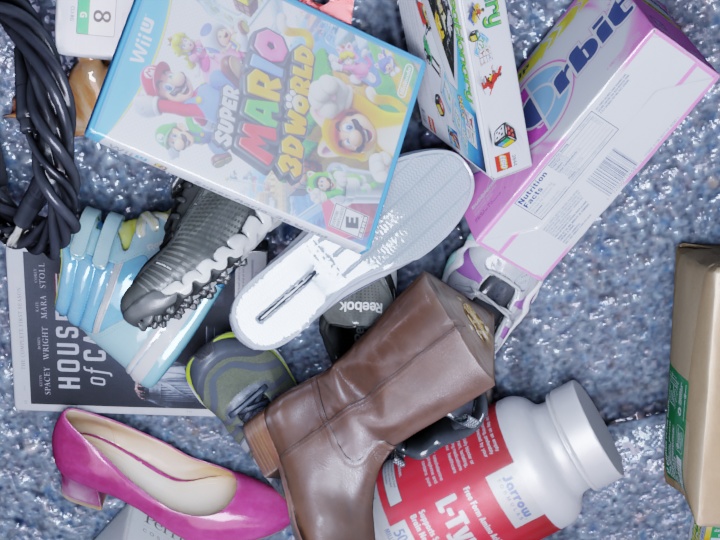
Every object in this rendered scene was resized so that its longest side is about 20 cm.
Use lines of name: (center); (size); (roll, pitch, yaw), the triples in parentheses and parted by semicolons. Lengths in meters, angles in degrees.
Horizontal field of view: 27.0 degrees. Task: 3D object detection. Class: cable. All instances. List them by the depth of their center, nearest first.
cable: (-0.247, -0.105, 1.029); (0.051, 0.163, 0.202); (-16, 115, -37)

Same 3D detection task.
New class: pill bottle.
pill bottle: (0.103, 0.171, 1.191); (0.199, 0.112, 0.113); (-30, 114, 13)

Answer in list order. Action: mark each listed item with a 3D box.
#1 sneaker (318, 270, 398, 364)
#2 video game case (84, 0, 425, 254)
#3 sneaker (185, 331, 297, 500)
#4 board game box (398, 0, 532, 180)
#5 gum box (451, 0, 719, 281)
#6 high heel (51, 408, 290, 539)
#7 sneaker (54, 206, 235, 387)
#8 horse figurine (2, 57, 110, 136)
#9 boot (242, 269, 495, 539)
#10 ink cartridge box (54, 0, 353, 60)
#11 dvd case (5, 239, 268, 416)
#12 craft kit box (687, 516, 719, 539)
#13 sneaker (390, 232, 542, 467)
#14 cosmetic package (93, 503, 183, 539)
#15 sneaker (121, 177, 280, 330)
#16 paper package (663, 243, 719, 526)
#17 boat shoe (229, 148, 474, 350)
sneaker: (0.000, 0.000, 1.115); (0.066, 0.091, 0.201); (-2, 117, -2)
video game case: (-0.064, -0.113, 0.982); (0.199, 0.018, 0.144); (23, 73, -17)
sneaker: (-0.061, 0.124, 1.159); (0.074, 0.081, 0.200); (-40, 124, 0)
board game box: (0.060, -0.174, 1.007); (0.034, 0.126, 0.201); (-19, 118, -13)
gum box: (0.145, -0.099, 1.050); (0.066, 0.114, 0.200); (29, 113, -26)
high heel: (-0.148, 0.160, 1.199); (0.198, 0.068, 0.096); (14, 136, 5)
sneaker: (-0.148, -0.030, 1.090); (0.130, 0.080, 0.201); (33, 84, -2)
horse figurine: (-0.144, -0.131, 1.069); (0.199, 0.050, 0.133); (19, 107, -8)
boot: (0.034, 0.123, 1.057); (0.200, 0.064, 0.187); (-37, 76, 14)
ink cartridge box: (-0.100, -0.216, 1.005); (0.198, 0.050, 0.162); (5, 100, -1)
dvd case: (-0.172, 0.044, 1.169); (0.198, 0.025, 0.151); (2, 117, -3)
craft kit box: (0.380, 0.208, 1.258); (0.198, 0.049, 0.199); (3, 119, -3)
sneaker: (0.082, 0.065, 1.121); (0.077, 0.140, 0.201); (26, 114, -14)
cosmetic package: (-0.178, 0.331, 1.216); (0.164, 0.200, 0.165); (37, 111, -18)
sneaker: (-0.100, -0.045, 1.012); (0.091, 0.066, 0.200); (45, 65, 2)
paper package: (0.332, 0.083, 1.134); (0.189, 0.104, 0.202); (1, 101, -1)
boat shoe: (-0.011, -0.020, 1.049); (0.199, 0.062, 0.072); (-35, 99, -3)
